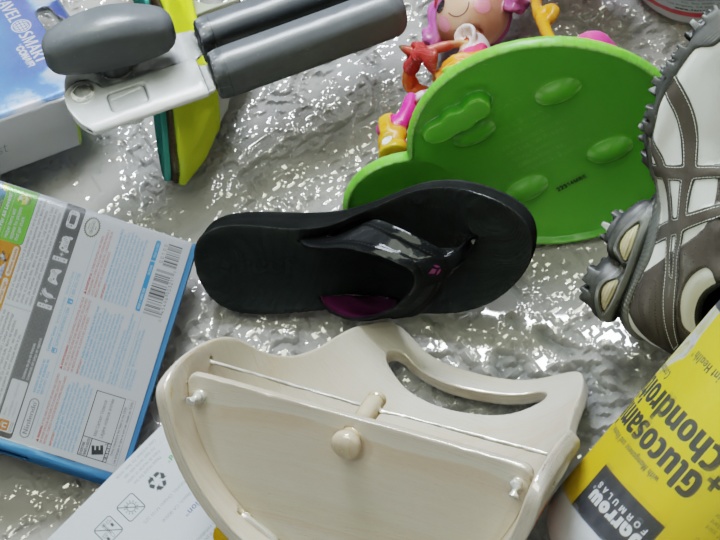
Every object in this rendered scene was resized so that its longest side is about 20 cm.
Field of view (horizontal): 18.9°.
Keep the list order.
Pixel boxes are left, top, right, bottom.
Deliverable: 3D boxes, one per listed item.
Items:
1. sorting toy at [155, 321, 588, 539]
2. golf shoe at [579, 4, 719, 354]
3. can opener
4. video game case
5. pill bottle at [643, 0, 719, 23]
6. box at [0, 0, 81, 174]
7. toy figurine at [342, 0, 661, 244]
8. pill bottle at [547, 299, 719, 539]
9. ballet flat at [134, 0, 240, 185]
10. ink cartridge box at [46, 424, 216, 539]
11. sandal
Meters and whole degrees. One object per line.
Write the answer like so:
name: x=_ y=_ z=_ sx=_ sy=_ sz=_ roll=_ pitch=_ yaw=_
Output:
sorting toy: x=0.028 y=0.081 z=1.083 sx=0.199 sy=0.107 sz=0.180 roll=14 pitch=31 yaw=22
golf shoe: x=0.182 y=-0.043 z=1.068 sx=0.094 sy=0.201 sz=0.078 roll=36 pitch=41 yaw=29
can opener: x=-0.073 y=-0.127 z=1.189 sx=0.199 sy=0.067 sz=0.053 roll=-17 pitch=55 yaw=-8
video game case: x=-0.204 y=0.022 z=1.176 sx=0.199 sy=0.018 sz=0.144 roll=18 pitch=71 yaw=-5
pill bottle: x=0.182 y=-0.230 z=1.164 sx=0.108 sy=0.200 sz=0.109 roll=-6 pitch=61 yaw=11
box: x=-0.257 y=-0.098 z=1.263 sx=0.199 sy=0.048 sz=0.122 roll=-22 pitch=48 yaw=-18
toy figurine: x=0.081 y=-0.121 z=1.199 sx=0.199 sy=0.150 sz=0.185 roll=-26 pitch=41 yaw=28
pill bottle: x=0.160 y=0.112 z=1.021 sx=0.200 sy=0.112 sz=0.112 roll=-51 pitch=60 yaw=8
ballet flat: x=-0.100 y=-0.141 z=1.273 sx=0.067 sy=0.067 sz=0.201 roll=-8 pitch=58 yaw=-10
ink cartridge box: x=-0.083 y=0.193 z=1.100 sx=0.200 sy=0.041 sz=0.200 roll=-44 pitch=61 yaw=-11
sandal: x=0.000 y=0.001 z=1.152 sx=0.199 sy=0.076 sz=0.048 roll=-8 pitch=30 yaw=26
